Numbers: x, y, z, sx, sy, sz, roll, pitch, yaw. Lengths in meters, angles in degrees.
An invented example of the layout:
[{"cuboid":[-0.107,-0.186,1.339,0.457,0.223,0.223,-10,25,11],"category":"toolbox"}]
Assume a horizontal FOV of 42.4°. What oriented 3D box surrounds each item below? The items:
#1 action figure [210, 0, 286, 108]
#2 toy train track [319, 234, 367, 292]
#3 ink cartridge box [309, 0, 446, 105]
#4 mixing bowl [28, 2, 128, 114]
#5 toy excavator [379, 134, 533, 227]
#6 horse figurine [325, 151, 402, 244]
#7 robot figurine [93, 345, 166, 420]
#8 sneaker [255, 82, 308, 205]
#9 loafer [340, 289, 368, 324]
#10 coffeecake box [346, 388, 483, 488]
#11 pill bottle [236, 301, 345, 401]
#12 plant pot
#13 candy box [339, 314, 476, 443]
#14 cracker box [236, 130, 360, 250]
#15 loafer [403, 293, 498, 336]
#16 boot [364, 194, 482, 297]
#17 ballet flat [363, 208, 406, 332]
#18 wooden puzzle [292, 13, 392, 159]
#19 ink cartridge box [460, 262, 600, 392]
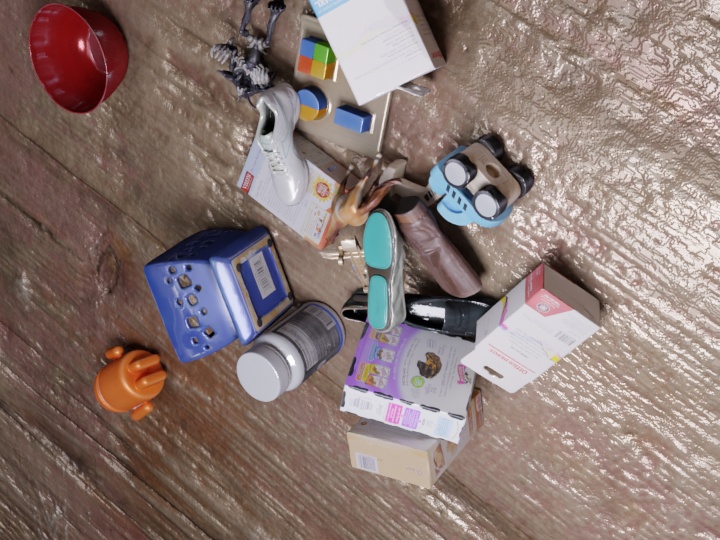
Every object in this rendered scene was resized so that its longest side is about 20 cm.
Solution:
[{"cuboid":[-0.184,-0.351,1.525,0.118,0.102,0.201,23,123,10],"category":"action figure"},{"cuboid":[0.000,0.000,1.536,0.114,0.033,0.200,-4,155,11],"category":"toy train track"},{"cuboid":[0.032,-0.335,1.339,0.125,0.129,0.201,-23,98,18],"category":"ink cartridge box"},{"cuboid":[-0.504,-0.400,1.718,0.199,0.108,0.201,15,120,28],"category":"mixing bowl"},{"cuboid":[0.133,-0.126,1.427,0.195,0.100,0.200,48,140,6],"category":"toy excavator"},{"cuboid":[-0.006,-0.111,1.433,0.050,0.133,0.200,28,171,-19],"category":"horse figurine"},{"cuboid":[-0.511,0.243,2.045,0.144,0.117,0.200,40,135,-24],"category":"robot figurine"},{"cuboid":[-0.136,-0.199,1.512,0.070,0.080,0.201,2,110,28],"category":"sneaker"},{"cuboid":[0.058,0.084,1.597,0.199,0.063,0.072,11,118,31],"category":"loafer"},{"cuboid":[0.096,0.266,1.573,0.153,0.200,0.073,8,118,32],"category":"coffeecake box"},{"cuboid":[-0.124,0.145,1.666,0.113,0.200,0.114,16,121,28],"category":"pill bottle"},{"cuboid":[-0.246,0.032,1.704,0.179,0.200,0.201,-11,106,31],"category":"plant pot"},{"cuboid":[0.085,0.173,1.515,0.199,0.168,0.072,15,134,6],"category":"candy box"},{"cuboid":[-0.106,-0.150,1.598,0.200,0.058,0.134,38,127,13],"category":"cracker box"},{"cuboid":[0.149,0.076,1.502,0.199,0.070,0.068,6,102,14],"category":"loafer"},{"cuboid":[0.093,-0.035,1.502,0.200,0.064,0.186,48,162,-27],"category":"boot"},{"cuboid":[0.042,-0.003,1.453,0.067,0.064,0.201,14,112,38],"category":"ballet flat"},{"cuboid":[-0.037,-0.290,1.487,0.185,0.046,0.201,24,125,23],"category":"wooden puzzle"},{"cuboid":[0.257,0.094,1.427,0.116,0.068,0.200,33,127,-16],"category":"ink cartridge box"}]
